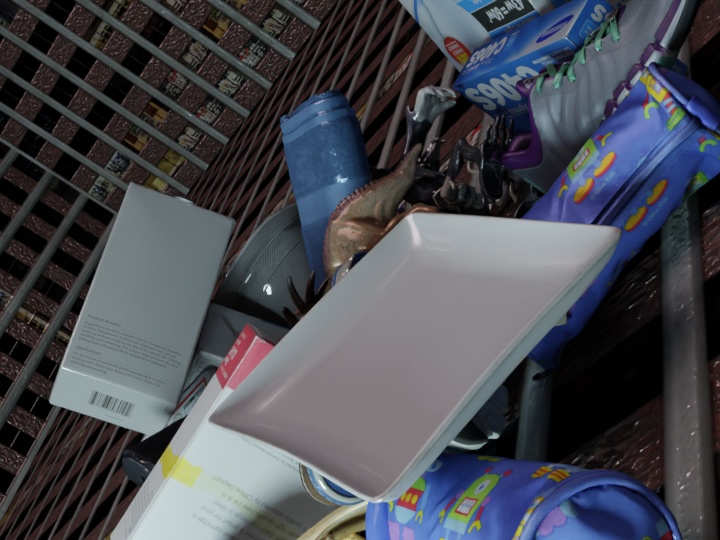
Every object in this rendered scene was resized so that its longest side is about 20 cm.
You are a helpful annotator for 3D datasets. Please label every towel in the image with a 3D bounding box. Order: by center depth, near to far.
[{"bbox_3d":[-0.016,-0.050,0.961,0.112,0.048,0.200,170,88,-67],"label":"towel"}]

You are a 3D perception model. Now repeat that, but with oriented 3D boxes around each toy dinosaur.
[{"bbox_3d":[0.000,0.000,0.862,0.086,0.135,0.200,-24,-60,-70],"label":"toy dinosaur"}]

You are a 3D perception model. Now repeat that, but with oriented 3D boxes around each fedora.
[{"bbox_3d":[-0.056,0.018,1.118,0.177,0.090,0.200,-56,-14,4],"label":"fedora"}]

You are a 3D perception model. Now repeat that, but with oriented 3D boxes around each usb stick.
[{"bbox_3d":[-0.108,0.125,0.933,0.055,0.033,0.200,17,34,42],"label":"usb stick"}]

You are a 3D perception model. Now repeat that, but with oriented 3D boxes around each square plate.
[{"bbox_3d":[0.027,0.042,0.636,0.198,0.028,0.200,-46,26,-20],"label":"square plate"}]

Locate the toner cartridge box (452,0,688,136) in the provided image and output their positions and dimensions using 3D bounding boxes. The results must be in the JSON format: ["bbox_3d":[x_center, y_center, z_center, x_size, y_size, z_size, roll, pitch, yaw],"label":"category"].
[{"bbox_3d":[0.155,-0.149,0.865,0.043,0.095,0.200,-60,15,-10],"label":"toner cartridge box"}]

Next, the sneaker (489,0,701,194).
[{"bbox_3d":[0.152,-0.129,0.733,0.074,0.087,0.200,-55,-11,-53],"label":"sneaker"}]

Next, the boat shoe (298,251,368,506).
[{"bbox_3d":[-0.011,0.081,0.749,0.072,0.072,0.200,-44,22,39],"label":"boat shoe"}]

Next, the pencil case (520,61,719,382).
[{"bbox_3d":[0.144,-0.029,0.675,0.200,0.078,0.087,-52,6,17],"label":"pencil case"}]

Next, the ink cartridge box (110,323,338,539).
[{"bbox_3d":[-0.076,0.163,0.834,0.200,0.145,0.083,-57,14,-3],"label":"ink cartridge box"}]

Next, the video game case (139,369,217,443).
[{"bbox_3d":[-0.139,0.209,0.980,0.143,0.017,0.200,-46,52,34],"label":"video game case"}]

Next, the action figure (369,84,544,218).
[{"bbox_3d":[0.087,-0.089,0.930,0.200,0.119,0.102,10,77,64],"label":"action figure"}]

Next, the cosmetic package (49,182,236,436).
[{"bbox_3d":[-0.194,0.033,1.002,0.085,0.108,0.200,126,162,-54],"label":"cosmetic package"}]

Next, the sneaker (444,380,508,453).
[{"bbox_3d":[0.063,0.051,0.785,0.087,0.075,0.200,-49,15,47],"label":"sneaker"}]

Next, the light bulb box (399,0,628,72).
[{"bbox_3d":[0.126,-0.268,0.962,0.125,0.200,0.198,-46,12,-13],"label":"light bulb box"}]

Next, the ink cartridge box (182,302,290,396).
[{"bbox_3d":[-0.130,0.135,1.081,0.068,0.116,0.200,-85,19,-49],"label":"ink cartridge box"}]

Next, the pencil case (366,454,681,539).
[{"bbox_3d":[0.067,0.134,0.547,0.087,0.078,0.200,-45,10,-20],"label":"pencil case"}]

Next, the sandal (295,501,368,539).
[{"bbox_3d":[-0.011,0.197,0.731,0.212,0.078,0.070,-27,68,21],"label":"sandal"}]
